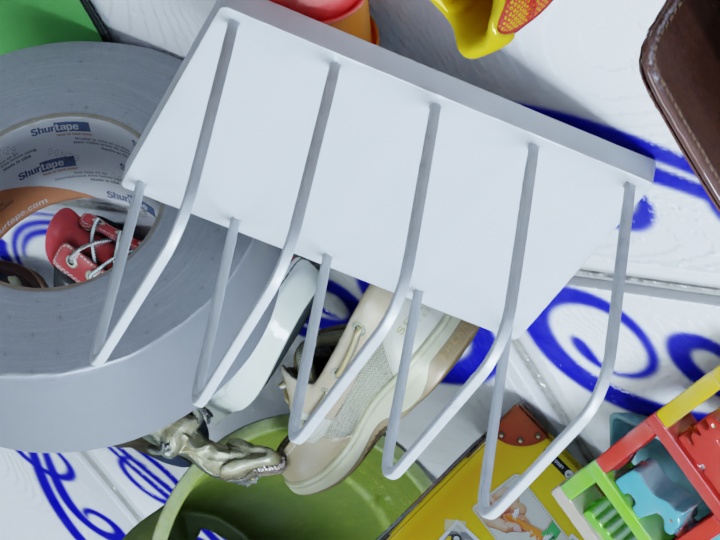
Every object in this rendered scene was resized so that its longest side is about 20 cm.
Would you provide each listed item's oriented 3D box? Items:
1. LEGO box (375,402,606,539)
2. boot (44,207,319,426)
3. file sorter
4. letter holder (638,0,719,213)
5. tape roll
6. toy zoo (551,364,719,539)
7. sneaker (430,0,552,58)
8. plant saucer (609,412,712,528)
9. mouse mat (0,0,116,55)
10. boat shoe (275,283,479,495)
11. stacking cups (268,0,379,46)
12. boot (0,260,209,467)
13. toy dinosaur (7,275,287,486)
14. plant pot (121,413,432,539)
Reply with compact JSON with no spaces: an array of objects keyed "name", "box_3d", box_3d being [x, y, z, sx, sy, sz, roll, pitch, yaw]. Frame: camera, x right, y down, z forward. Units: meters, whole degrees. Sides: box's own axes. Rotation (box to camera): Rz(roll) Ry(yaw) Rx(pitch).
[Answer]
[{"name":"LEGO box","box_3d":[0.093,0.195,1.292,0.200,0.149,0.077,45,158,6]},{"name":"boot","box_3d":[-0.103,0.008,1.345,0.144,0.073,0.200,39,157,-5]},{"name":"file sorter","box_3d":[0.000,0.000,1.059,0.199,0.125,0.139,22,142,-12]},{"name":"letter holder","box_3d":[0.199,-0.046,0.814,0.100,0.142,0.200,-2,136,51]},{"name":"tape roll","box_3d":[-0.139,-0.014,1.194,0.199,0.201,0.066,23,149,22]},{"name":"toy zoo","box_3d":[0.179,0.118,1.183,0.131,0.020,0.200,54,145,7]},{"name":"sneaker","box_3d":[-0.005,-0.162,0.934,0.200,0.077,0.073,40,155,-7]},{"name":"plant saucer","box_3d":[0.200,0.131,1.199,0.199,0.019,0.070,26,134,37]},{"name":"mouse mat","box_3d":[-0.197,-0.124,1.299,0.199,0.008,0.161,15,148,35]},{"name":"boat shoe","box_3d":[-0.006,0.056,1.312,0.065,0.072,0.200,38,148,-3]},{"name":"stacking cups","box_3d":[-0.020,-0.087,1.098,0.060,0.061,0.200,24,151,21]},{"name":"boot","box_3d":[-0.170,0.062,1.497,0.097,0.075,0.200,36,180,-41]},{"name":"toy dinosaur","box_3d":[-0.132,0.057,1.348,0.200,0.048,0.088,37,172,16]},{"name":"plant pot","box_3d":[-0.066,0.195,1.473,0.200,0.200,0.190,41,156,-14]}]
